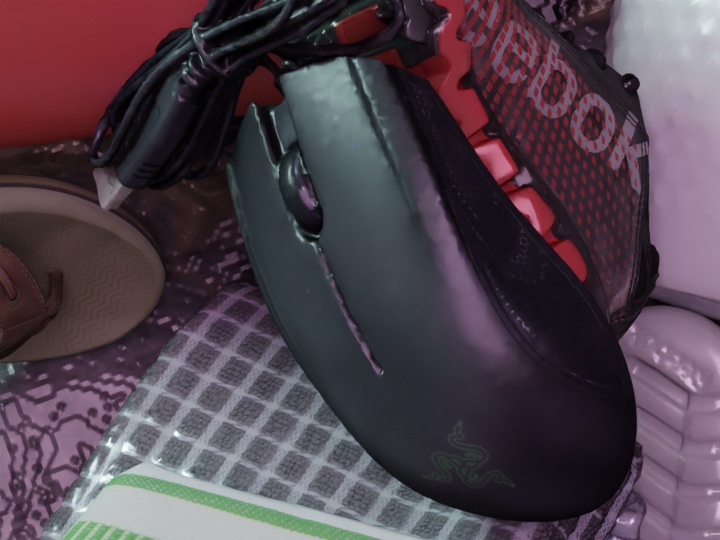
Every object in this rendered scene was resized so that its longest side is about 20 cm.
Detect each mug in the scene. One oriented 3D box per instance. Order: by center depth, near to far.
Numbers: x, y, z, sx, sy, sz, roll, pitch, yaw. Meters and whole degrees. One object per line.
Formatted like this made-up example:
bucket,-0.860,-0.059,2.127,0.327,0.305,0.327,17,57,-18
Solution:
mug,0.160,-0.067,0.911,0.147,0.200,0.176,17,88,-14

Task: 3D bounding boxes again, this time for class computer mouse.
computer mouse,0.000,0.000,0.824,0.200,0.138,0.053,51,41,5

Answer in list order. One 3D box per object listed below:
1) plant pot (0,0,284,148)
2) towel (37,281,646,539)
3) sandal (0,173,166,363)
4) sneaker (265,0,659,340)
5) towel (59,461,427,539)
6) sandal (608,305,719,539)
plant pot,-0.087,-0.132,0.925,0.177,0.200,0.201,2,82,-12
towel,-0.021,0.108,0.886,0.165,0.086,0.200,21,57,24
sandal,-0.150,0.010,0.914,0.080,0.201,0.057,-54,51,29
sneaker,0.038,-0.056,0.870,0.098,0.071,0.201,-33,103,-41
towel,-0.051,0.149,0.787,0.152,0.023,0.200,14,54,20
sandal,0.097,0.113,0.955,0.082,0.050,0.203,19,98,21
